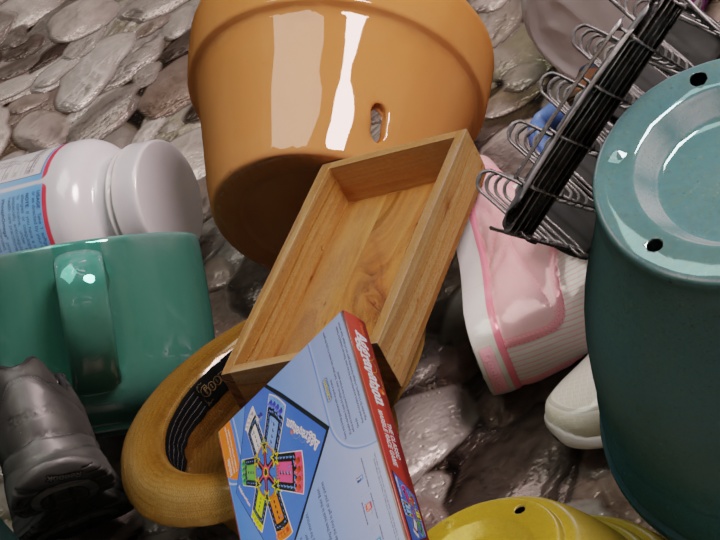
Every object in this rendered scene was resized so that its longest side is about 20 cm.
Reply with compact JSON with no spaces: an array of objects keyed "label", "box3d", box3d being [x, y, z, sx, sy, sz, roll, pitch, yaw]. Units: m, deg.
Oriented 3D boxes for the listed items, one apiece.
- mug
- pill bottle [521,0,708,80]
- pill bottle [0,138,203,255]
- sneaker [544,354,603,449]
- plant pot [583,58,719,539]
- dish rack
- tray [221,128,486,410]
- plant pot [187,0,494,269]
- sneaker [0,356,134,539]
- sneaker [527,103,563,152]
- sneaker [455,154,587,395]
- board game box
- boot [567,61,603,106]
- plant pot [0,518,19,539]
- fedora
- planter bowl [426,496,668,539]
[{"label":"mug","box3d":[-0.172,0.046,1.500,0.152,0.115,0.185,-11,-5,27]},{"label":"pill bottle","box3d":[0.191,-0.220,1.633,0.112,0.112,0.200,-7,37,36]},{"label":"pill bottle","box3d":[-0.214,-0.030,1.713,0.200,0.109,0.109,-12,34,29]},{"label":"sneaker","box3d":[0.173,0.018,1.316,0.200,0.081,0.075,-38,32,-10]},{"label":"plant pot","box3d":[0.191,0.007,1.148,0.200,0.188,0.200,-11,49,13]},{"label":"dish rack","box3d":[0.114,-0.077,1.192,0.154,0.055,0.200,-58,-16,8]},{"label":"tray","box3d":[0.000,0.000,1.382,0.098,0.037,0.200,-12,33,27]},{"label":"plant pot","box3d":[-0.020,-0.088,1.559,0.200,0.200,0.140,-14,49,27]},{"label":"sneaker","box3d":[-0.178,0.104,1.420,0.076,0.091,0.200,-18,-15,-13]},{"label":"sneaker","box3d":[0.162,-0.053,1.428,0.077,0.085,0.200,-43,32,-21]},{"label":"sneaker","box3d":[0.109,-0.012,1.427,0.104,0.075,0.200,-22,33,11]},{"label":"board game box","box3d":[-0.019,0.118,1.215,0.103,0.019,0.200,-43,35,21]},{"label":"boot","box3d":[0.177,-0.056,1.309,0.200,0.075,0.097,4,64,52]},{"label":"plant pot","box3d":[-0.285,0.177,1.364,0.141,0.200,0.141,-8,37,34]},{"label":"fedora","box3d":[-0.038,0.094,1.388,0.200,0.082,0.201,-22,28,12]},{"label":"planter bowl","box3d":[0.070,0.169,1.172,0.200,0.084,0.201,-23,31,14]}]
